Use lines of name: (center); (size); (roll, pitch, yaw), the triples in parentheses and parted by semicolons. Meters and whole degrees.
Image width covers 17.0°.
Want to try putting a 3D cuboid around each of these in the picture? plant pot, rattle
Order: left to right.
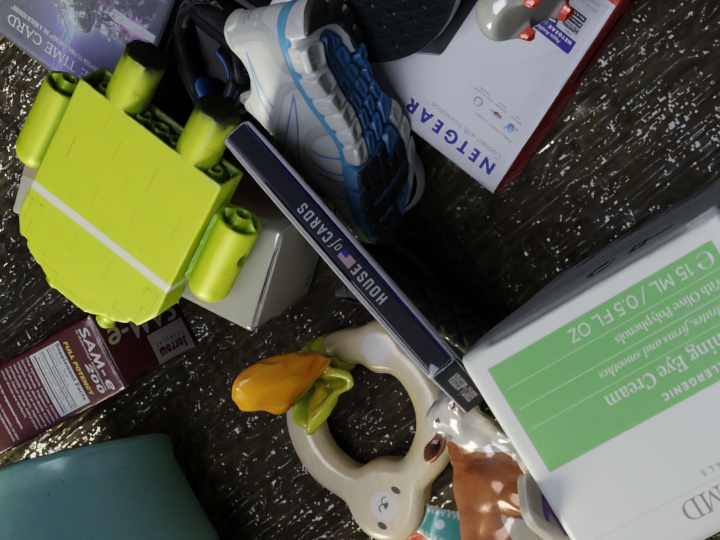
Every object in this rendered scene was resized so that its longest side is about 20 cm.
plant pot: (-0.182, 0.220, 1.719); (0.199, 0.200, 0.189); (-17, 82, 28)
rattle: (0.008, 0.140, 1.628); (0.129, 0.143, 0.201); (-18, 91, 10)

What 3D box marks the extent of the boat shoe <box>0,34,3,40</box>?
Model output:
boat shoe: (-0.284, -0.191, 1.707); (0.075, 0.068, 0.201); (34, 116, 13)

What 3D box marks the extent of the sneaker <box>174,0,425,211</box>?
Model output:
sneaker: (-0.052, -0.103, 1.596); (0.200, 0.112, 0.073); (47, 120, 7)

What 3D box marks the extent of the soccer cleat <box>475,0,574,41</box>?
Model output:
soccer cleat: (0.125, -0.215, 1.454); (0.077, 0.200, 0.069); (38, 158, 16)

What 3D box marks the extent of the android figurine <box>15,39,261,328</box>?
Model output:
android figurine: (-0.153, -0.048, 1.590); (0.182, 0.041, 0.201); (35, 124, 12)

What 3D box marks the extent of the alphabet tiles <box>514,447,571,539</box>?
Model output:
alphabet tiles: (0.158, 0.153, 1.515); (0.015, 0.201, 0.195); (-29, 130, 25)

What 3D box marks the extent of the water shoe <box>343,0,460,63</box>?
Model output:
water shoe: (0.039, -0.203, 1.499); (0.071, 0.079, 0.200); (22, 143, -21)

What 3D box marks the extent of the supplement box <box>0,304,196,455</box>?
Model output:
supplement box: (-0.228, 0.082, 1.737); (0.199, 0.109, 0.061); (-27, 92, 28)

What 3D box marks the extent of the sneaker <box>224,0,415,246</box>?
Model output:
sneaker: (-0.028, -0.098, 1.538); (0.086, 0.075, 0.201); (4, 136, 31)

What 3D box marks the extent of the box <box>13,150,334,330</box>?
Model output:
box: (-0.129, -0.043, 1.662); (0.199, 0.095, 0.078); (25, 114, 16)

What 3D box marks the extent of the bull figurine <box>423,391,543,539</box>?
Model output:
bull figurine: (0.104, 0.166, 1.605); (0.121, 0.065, 0.201); (15, 124, 40)

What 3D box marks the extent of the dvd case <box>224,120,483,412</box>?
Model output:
dvd case: (0.000, 0.000, 1.514); (0.025, 0.150, 0.200); (-41, 74, 1)

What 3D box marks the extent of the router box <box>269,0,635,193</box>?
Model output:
router box: (0.064, -0.182, 1.553); (0.200, 0.049, 0.180); (38, 117, 11)

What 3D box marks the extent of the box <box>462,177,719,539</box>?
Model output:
box: (0.209, 0.054, 1.466); (0.198, 0.200, 0.172); (-32, 91, 30)

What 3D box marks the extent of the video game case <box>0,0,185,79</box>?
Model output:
video game case: (-0.171, -0.217, 1.623); (0.143, 0.019, 0.201); (37, 120, 25)

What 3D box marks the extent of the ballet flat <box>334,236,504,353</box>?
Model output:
ballet flat: (0.070, 0.049, 1.606); (0.200, 0.066, 0.057); (38, 98, 20)
